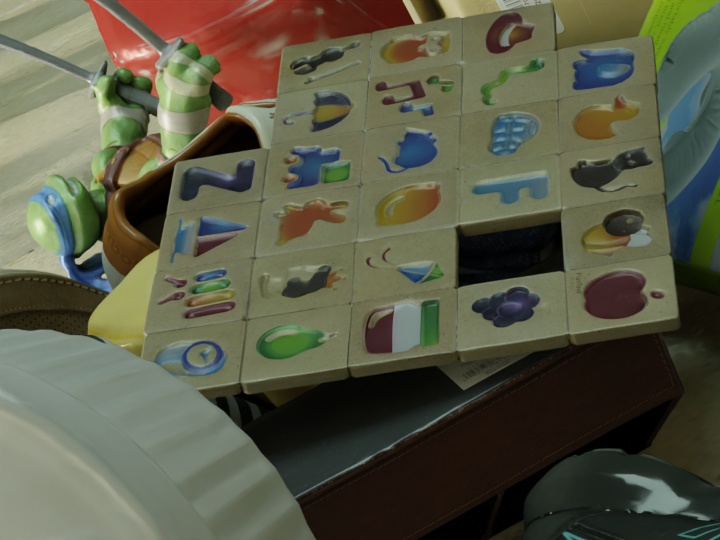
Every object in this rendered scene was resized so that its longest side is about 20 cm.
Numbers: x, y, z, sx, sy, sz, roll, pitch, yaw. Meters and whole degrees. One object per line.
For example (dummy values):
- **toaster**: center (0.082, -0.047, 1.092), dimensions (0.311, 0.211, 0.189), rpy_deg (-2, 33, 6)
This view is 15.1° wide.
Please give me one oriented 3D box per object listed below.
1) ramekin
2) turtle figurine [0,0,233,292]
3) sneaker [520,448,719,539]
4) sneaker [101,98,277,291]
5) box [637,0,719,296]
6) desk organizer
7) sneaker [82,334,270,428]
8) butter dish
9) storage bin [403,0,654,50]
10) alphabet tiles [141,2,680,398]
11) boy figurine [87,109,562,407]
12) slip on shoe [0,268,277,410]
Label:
- **ramekin**: center (-0.097, 0.107, 0.742), dimensions (0.202, 0.202, 0.094), rpy_deg (-19, 7, 27)
- **turtle figurine**: center (-0.081, -0.091, 1.343), dimensions (0.194, 0.200, 0.144), rpy_deg (-11, -25, -27)
- **sneaker**: center (0.107, 0.092, 0.701), dimensions (0.200, 0.075, 0.079), rpy_deg (-12, 39, 54)
- **sneaker**: center (-0.001, -0.036, 1.010), dimensions (0.200, 0.073, 0.085), rpy_deg (-24, -23, -8)
- **box**: center (0.149, -0.048, 0.966), dimensions (0.122, 0.048, 0.200), rpy_deg (-66, 22, -1)
- **desk organizer**: center (0.008, 0.078, 0.850), dimensions (0.200, 0.077, 0.072), rpy_deg (-29, 21, -10)
- **sneaker**: center (-0.087, 0.115, 0.929), dimensions (0.201, 0.115, 0.076), rpy_deg (-52, 31, 32)
- **butter dish**: center (-0.051, -0.130, 1.485), dimensions (0.200, 0.148, 0.199), rpy_deg (-20, -26, 24)
- **storage bin**: center (0.118, -0.141, 1.126), dimensions (0.199, 0.200, 0.094), rpy_deg (-16, 22, 36)
- **alphabet tiles**: center (0.017, -0.029, 0.895), dimensions (0.167, 0.008, 0.200), rpy_deg (-9, 34, 9)
- **boy figurine**: center (0.000, 0.000, 0.955), dimensions (0.200, 0.124, 0.064), rpy_deg (-4, 6, -32)
- **slip on shoe**: center (-0.085, 0.049, 0.970), dimensions (0.061, 0.200, 0.076), rpy_deg (11, 81, 39)
